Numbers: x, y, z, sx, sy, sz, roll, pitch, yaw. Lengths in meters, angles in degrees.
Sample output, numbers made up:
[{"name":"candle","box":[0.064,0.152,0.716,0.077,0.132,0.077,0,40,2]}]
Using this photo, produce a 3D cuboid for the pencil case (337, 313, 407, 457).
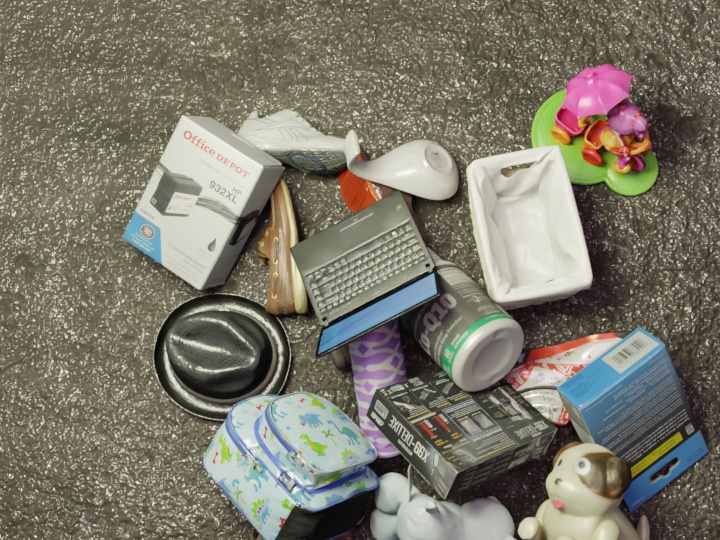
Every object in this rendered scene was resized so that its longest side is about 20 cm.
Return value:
[{"name":"pencil case","box":[0.020,0.150,1.330,0.085,0.084,0.202,-5,97,29]}]

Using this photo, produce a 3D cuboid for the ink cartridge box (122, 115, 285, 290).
[{"name":"ink cartridge box","box":[-0.222,-0.097,1.396,0.145,0.084,0.201,33,104,11]}]

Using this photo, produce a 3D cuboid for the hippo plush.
[{"name":"hippo plush","box":[0.112,0.327,1.291,0.159,0.160,0.201,3,118,-21]}]

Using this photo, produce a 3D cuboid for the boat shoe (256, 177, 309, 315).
[{"name":"boat shoe","box":[-0.117,-0.034,1.414,0.067,0.072,0.202,-8,79,0]}]

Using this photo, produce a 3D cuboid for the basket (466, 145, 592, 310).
[{"name":"basket","box":[0.227,-0.051,1.366,0.134,0.123,0.202,-11,78,1]}]

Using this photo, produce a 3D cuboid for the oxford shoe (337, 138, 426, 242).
[{"name":"oxford shoe","box":[0.027,-0.108,1.434,0.072,0.071,0.201,-13,66,-33]}]

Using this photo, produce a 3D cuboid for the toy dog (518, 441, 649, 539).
[{"name":"toy dog","box":[0.295,0.318,1.243,0.193,0.139,0.202,-18,106,-19]}]

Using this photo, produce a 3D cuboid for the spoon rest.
[{"name":"spoon rest","box":[0.057,-0.151,1.400,0.199,0.061,0.100,9,58,-34]}]

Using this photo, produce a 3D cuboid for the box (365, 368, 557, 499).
[{"name":"box","box":[0.132,0.195,1.270,0.158,0.199,0.050,43,128,33]}]

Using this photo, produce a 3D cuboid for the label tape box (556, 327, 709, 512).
[{"name":"label tape box","box":[0.363,0.199,1.314,0.144,0.063,0.201,-34,118,-7]}]

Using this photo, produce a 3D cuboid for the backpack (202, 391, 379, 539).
[{"name":"backpack","box":[-0.088,0.244,1.284,0.200,0.182,0.148,37,111,27]}]

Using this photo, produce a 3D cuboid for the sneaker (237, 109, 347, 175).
[{"name":"sneaker","box":[-0.097,-0.193,1.434,0.198,0.075,0.088,10,69,21]}]

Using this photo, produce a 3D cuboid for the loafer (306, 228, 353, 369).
[{"name":"loafer","box":[-0.029,0.036,1.398,0.070,0.073,0.202,-15,86,-4]}]

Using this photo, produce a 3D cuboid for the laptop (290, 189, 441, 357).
[{"name":"laptop","box":[0.000,0.000,1.278,0.176,0.103,0.201,-27,66,8]}]

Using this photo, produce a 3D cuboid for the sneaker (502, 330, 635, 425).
[{"name":"sneaker","box":[0.295,0.150,1.346,0.200,0.067,0.109,-13,78,5]}]

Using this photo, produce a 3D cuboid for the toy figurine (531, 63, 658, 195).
[{"name":"toy figurine","box":[0.339,-0.201,1.360,0.200,0.184,0.150,38,83,11]}]

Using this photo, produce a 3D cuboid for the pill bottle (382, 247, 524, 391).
[{"name":"pill bottle","box":[0.117,0.059,1.322,0.113,0.113,0.200,-40,48,-5]}]

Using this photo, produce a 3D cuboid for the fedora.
[{"name":"fedora","box":[-0.199,0.114,1.375,0.199,0.092,0.203,-1,78,4]}]

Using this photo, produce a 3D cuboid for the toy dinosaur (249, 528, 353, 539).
[{"name":"toy dinosaur","box":[-0.100,0.405,1.313,0.135,0.086,0.201,29,87,2]}]
